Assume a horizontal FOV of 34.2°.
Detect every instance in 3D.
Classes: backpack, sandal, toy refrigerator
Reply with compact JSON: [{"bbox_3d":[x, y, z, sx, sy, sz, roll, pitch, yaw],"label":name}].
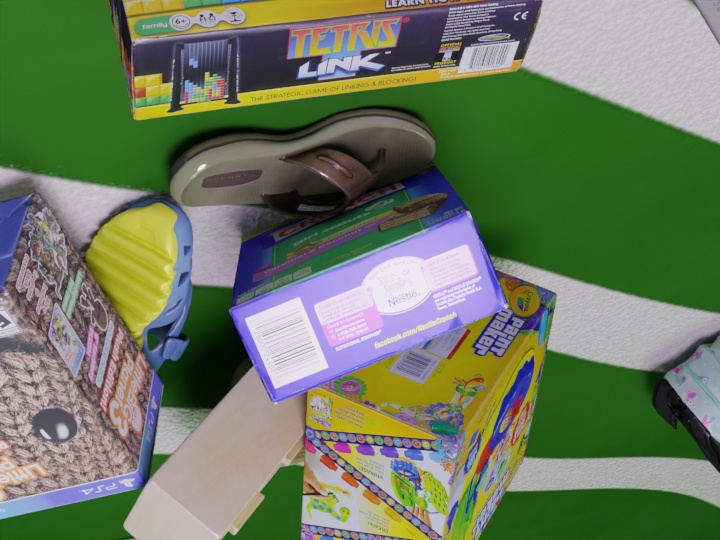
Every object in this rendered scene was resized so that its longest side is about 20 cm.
[{"bbox_3d":[0.431,0.159,1.378,0.127,0.167,0.200,-45,142,3],"label":"backpack"},{"bbox_3d":[-0.163,0.019,0.899,0.087,0.079,0.201,-35,159,-44],"label":"sandal"},{"bbox_3d":[-0.083,0.130,0.878,0.200,0.070,0.076,-47,174,-45],"label":"toy refrigerator"},{"bbox_3d":[-0.037,-0.064,0.838,0.199,0.058,0.080,-13,149,-21],"label":"sandal"}]

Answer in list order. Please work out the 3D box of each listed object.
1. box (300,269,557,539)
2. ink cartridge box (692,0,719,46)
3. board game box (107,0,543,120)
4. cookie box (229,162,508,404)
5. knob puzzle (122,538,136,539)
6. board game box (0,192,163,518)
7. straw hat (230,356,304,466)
[{"bbox_3d":[0.053,0.124,0.929,0.200,0.121,0.194,-48,151,-46],"label":"box"},{"bbox_3d":[0.247,-0.213,0.636,0.173,0.201,0.043,-32,145,21],"label":"ink cartridge box"},{"bbox_3d":[-0.030,-0.165,0.586,0.198,0.166,0.057,-10,149,-16],"label":"board game box"},{"bbox_3d":[0.000,0.000,0.836,0.170,0.200,0.076,-22,104,2],"label":"cookie box"},{"bbox_3d":[-0.348,0.381,1.376,0.218,0.031,0.220,-15,149,-9],"label":"knob puzzle"},{"bbox_3d":[-0.252,0.068,0.806,0.158,0.097,0.201,-14,131,12],"label":"board game box"},{"bbox_3d":[-0.076,0.118,1.071,0.199,0.086,0.201,-9,159,-4],"label":"straw hat"}]
